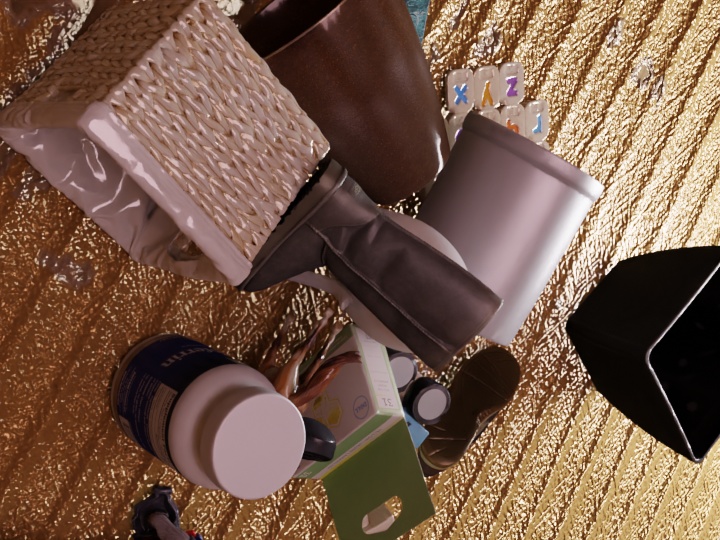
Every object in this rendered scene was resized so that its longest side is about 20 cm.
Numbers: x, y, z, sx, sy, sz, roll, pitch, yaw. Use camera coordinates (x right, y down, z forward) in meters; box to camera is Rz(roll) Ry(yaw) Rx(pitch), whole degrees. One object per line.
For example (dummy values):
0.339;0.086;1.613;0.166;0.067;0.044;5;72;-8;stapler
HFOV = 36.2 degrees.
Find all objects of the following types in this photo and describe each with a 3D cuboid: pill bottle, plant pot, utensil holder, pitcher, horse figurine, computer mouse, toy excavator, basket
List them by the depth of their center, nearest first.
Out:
-0.170;-0.116;0.953;0.200;0.197;0.162;47;68;-32;basket
-0.142;0.134;1.020;0.115;0.199;0.117;-9;105;-35;pill bottle
-0.004;-0.168;1.049;0.187;0.186;0.201;-47;117;-19;plant pot
-0.068;0.103;1.087;0.050;0.200;0.133;32;76;-17;horse figurine
0.000;0.000;1.090;0.170;0.200;0.122;-23;138;-30;pitcher
-0.074;0.168;1.090;0.058;0.200;0.034;18;73;-21;computer mouse
0.142;-0.044;1.199;0.169;0.170;0.201;25;98;-37;utensil holder
0.009;0.188;1.224;0.200;0.100;0.194;-48;122;-3;toy excavator
0.388;0.091;1.421;0.200;0.177;0.201;-45;121;-20;plant pot

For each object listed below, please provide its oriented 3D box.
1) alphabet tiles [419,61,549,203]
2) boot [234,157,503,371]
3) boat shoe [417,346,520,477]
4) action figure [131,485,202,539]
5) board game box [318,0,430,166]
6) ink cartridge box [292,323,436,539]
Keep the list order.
0.147;-0.141;1.294;0.198;0.015;0.198;-15;108;-34;alphabet tiles
0.002;0.016;0.990;0.199;0.182;0.073;39;40;-14;boot
0.121;0.166;1.311;0.073;0.065;0.200;44;50;6;boat shoe
-0.208;0.328;1.075;0.192;0.104;0.202;-17;105;-21;action figure
0.001;-0.204;1.163;0.134;0.028;0.202;8;95;-38;board game box
-0.012;0.177;1.103;0.048;0.145;0.202;12;49;-39;ink cartridge box
